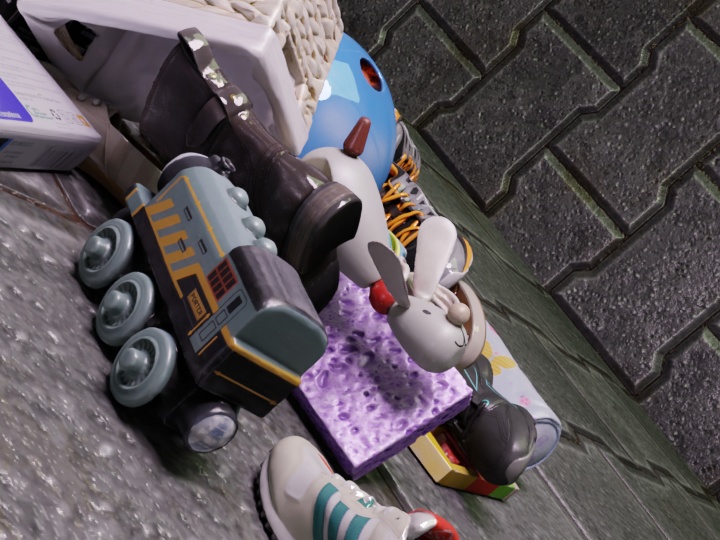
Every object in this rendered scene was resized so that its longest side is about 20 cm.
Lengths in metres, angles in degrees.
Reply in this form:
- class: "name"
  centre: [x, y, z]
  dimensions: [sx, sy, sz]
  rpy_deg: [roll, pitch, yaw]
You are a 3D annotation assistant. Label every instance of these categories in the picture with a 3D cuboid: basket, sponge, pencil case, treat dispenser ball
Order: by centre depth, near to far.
- class: "basket"
  centre: [-0.124, -0.185, 0.846]
  dimensions: [0.199, 0.124, 0.136]
  rpy_deg: [15, -24, 17]
- class: "sponge"
  centre: [-0.015, 0.049, 0.869]
  dimensions: [0.200, 0.111, 0.030]
  rpy_deg: [53, -22, 23]
- class: "treat dispenser ball"
  centre: [-0.068, -0.123, 1.005]
  dimensions: [0.201, 0.201, 0.201]
  rpy_deg: [45, 12, -12]
- class: "pencil case"
  centre: [0.136, 0.125, 1.225]
  dimensions: [0.091, 0.083, 0.200]
  rpy_deg: [94, -26, -43]

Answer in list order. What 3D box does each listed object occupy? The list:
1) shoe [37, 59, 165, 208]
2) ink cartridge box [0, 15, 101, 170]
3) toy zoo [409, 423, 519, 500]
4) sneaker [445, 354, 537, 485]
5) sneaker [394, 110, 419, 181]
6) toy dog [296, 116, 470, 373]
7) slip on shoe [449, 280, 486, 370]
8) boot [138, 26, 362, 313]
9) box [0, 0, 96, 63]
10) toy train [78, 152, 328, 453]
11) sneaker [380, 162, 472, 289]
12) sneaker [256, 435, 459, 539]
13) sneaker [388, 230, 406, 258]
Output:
- class: "shoe"
  centre: [-0.177, -0.087, 0.850]
  dimensions: [0.200, 0.053, 0.070]
  rpy_deg: [48, 11, -2]
- class: "ink cartridge box"
  centre: [-0.275, -0.150, 0.721]
  dimensions: [0.200, 0.043, 0.198]
  rpy_deg: [51, 11, 4]
- class: "toy zoo"
  centre: [0.072, 0.150, 1.070]
  dimensions: [0.131, 0.020, 0.200]
  rpy_deg: [55, 13, 29]
- class: "sneaker"
  centre: [0.094, 0.126, 1.042]
  dimensions: [0.079, 0.076, 0.200]
  rpy_deg: [27, 13, -25]
- class: "sneaker"
  centre: [0.031, -0.123, 1.235]
  dimensions: [0.077, 0.078, 0.200]
  rpy_deg: [54, 11, -3]
- class: "toy dog"
  centre: [0.018, -0.031, 0.825]
  dimensions: [0.200, 0.096, 0.132]
  rpy_deg: [40, 27, -3]
- class: "slip on shoe"
  centre: [0.074, 0.042, 1.065]
  dimensions: [0.061, 0.076, 0.200]
  rpy_deg: [35, 2, -28]
- class: "boot"
  centre: [-0.089, -0.048, 0.788]
  dimensions: [0.174, 0.200, 0.069]
  rpy_deg: [43, 46, 16]
- class: "box"
  centre: [-0.266, -0.244, 0.962]
  dimensions: [0.164, 0.086, 0.200]
  rpy_deg: [51, 12, 18]
- class: "toy train"
  centre: [-0.095, 0.012, 0.671]
  dimensions: [0.085, 0.114, 0.200]
  rpy_deg: [38, 15, -42]
- class: "sneaker"
  centre: [0.037, -0.044, 1.060]
  dimensions: [0.077, 0.078, 0.200]
  rpy_deg: [52, 2, -38]
- class: "sneaker"
  centre: [0.010, 0.155, 0.638]
  dimensions: [0.070, 0.093, 0.200]
  rpy_deg: [39, 15, -39]
- class: "sneaker"
  centre: [0.000, 0.000, 1.006]
  dimensions: [0.079, 0.131, 0.200]
  rpy_deg: [0, 24, -9]
